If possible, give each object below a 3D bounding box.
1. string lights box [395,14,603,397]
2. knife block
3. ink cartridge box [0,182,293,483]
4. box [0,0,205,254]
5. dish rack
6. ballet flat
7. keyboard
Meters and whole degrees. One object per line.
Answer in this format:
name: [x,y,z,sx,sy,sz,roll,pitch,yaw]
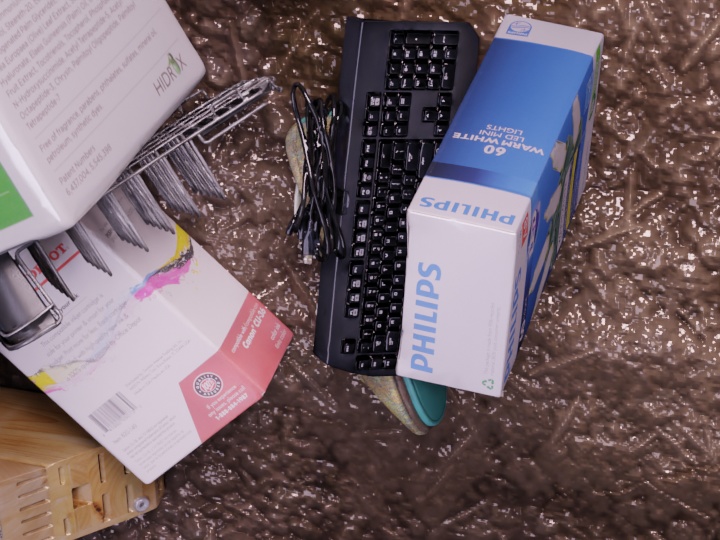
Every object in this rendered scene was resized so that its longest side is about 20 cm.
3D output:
string lights box: [0.073,-0.037,1.474,0.059,0.200,0.103,12,127,11]
knife block: [-0.244,0.107,1.780,0.199,0.176,0.064,-19,129,-23]
ink cartridge box: [-0.153,0.016,1.672,0.200,0.068,0.116,44,125,-13]
box: [-0.227,-0.101,1.475,0.198,0.200,0.172,-21,108,28]
dish rack: [-0.124,-0.037,1.535,0.199,0.153,0.055,-34,100,-7]
ballet flat: [0.000,0.000,1.611,0.070,0.071,0.201,-3,116,21]
keyboard: [0.011,-0.035,1.539,0.103,0.040,0.201,0,107,-17]
